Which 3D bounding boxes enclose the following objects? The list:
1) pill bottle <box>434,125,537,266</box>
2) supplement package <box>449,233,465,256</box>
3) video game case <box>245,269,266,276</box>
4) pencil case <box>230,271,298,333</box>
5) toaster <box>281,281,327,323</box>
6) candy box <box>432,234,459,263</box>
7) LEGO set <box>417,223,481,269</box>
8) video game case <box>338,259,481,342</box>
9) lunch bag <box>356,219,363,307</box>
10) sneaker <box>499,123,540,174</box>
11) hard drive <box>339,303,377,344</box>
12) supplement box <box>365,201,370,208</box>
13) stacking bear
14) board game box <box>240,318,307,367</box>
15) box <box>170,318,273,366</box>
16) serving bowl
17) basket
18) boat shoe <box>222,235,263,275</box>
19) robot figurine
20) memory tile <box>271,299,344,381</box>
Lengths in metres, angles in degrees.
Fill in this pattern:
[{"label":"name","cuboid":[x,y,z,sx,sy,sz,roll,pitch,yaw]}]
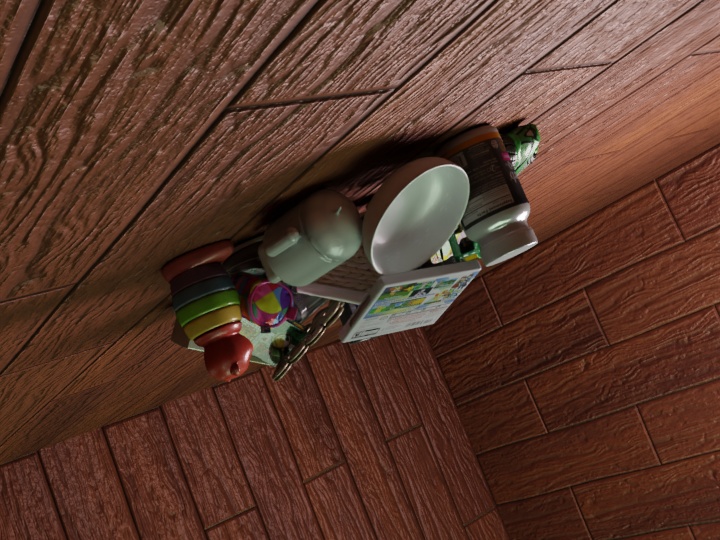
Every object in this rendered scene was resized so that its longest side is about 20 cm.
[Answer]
[{"label":"pill bottle","cuboid":[0.205,-0.119,1.405,0.114,0.204,0.116,-22,173,-3]},{"label":"supplement package","cuboid":[0.171,-0.070,1.908,0.115,0.120,0.199,-26,171,23]},{"label":"video game case","cuboid":[-0.225,0.008,1.635,0.140,0.018,0.200,-21,172,-22]},{"label":"pencil case","cuboid":[-0.175,0.050,1.482,0.087,0.090,0.199,-20,-167,-20]},{"label":"toaster","cuboid":[-0.129,0.045,1.755,0.128,0.115,0.200,-35,176,-26]},{"label":"candy box","cuboid":[0.139,-0.064,1.748,0.100,0.027,0.202,10,132,-15]},{"label":"LEGO set","cuboid":[0.115,-0.078,1.483,0.114,0.204,0.153,-18,-171,32]},{"label":"video game case","cuboid":[0.080,0.051,1.436,0.196,0.022,0.183,-9,152,-32]},{"label":"lunch bag","cuboid":[0.045,0.000,1.698,0.148,0.204,0.094,-26,172,18]},{"label":"sneaker","cuboid":[0.275,-0.197,1.545,0.084,0.080,0.200,-23,171,-4]},{"label":"hard drive","cuboid":[-0.019,0.051,1.843,0.037,0.204,0.139,-23,173,21]},{"label":"supplement box","cuboid":[0.111,-0.125,1.581,0.196,0.068,0.069,-20,171,-24]},{"label":"stacking bear","cuboid":[-0.232,0.075,1.387,0.112,0.204,0.121,-17,170,-36]},{"label":"board game box","cuboid":[-0.205,0.102,1.636,0.198,0.024,0.105,33,111,-32]},{"label":"box","cuboid":[-0.259,0.125,1.702,0.197,0.080,0.094,16,177,-33]},{"label":"serving bowl","cuboid":[0.074,-0.091,1.326,0.198,0.066,0.203,-30,144,-24]},{"label":"basket","cuboid":[0.000,0.000,1.573,0.195,0.127,0.135,12,178,12]},{"label":"boat shoe","cuboid":[-0.141,-0.032,1.467,0.196,0.061,0.072,-23,173,-4]},{"label":"robot figurine","cuboid":[-0.074,-0.050,1.350,0.198,0.115,0.168,-31,171,36]},{"label":"memory tile","cuboid":[-0.100,0.124,1.700,0.200,0.017,0.154,-46,-171,14]}]
